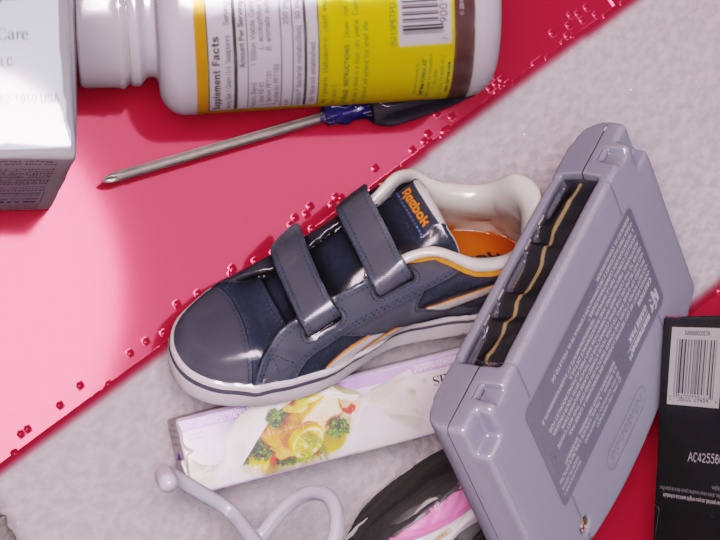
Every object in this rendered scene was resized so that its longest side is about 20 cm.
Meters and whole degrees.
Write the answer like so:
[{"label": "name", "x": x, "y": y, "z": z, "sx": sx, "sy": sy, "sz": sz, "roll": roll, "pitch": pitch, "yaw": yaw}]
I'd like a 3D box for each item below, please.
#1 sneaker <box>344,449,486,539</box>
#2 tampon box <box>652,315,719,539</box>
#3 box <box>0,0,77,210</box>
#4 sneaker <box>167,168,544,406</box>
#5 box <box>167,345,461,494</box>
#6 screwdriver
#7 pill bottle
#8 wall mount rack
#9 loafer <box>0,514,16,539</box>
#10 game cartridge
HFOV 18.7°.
[{"label": "sneaker", "x": 0.000, "y": 0.179, "z": 1.060, "sx": 0.199, "sy": 0.080, "sz": 0.087, "roll": -35, "pitch": 105, "yaw": -6}, {"label": "tampon box", "x": 0.264, "y": 0.091, "z": 1.061, "sx": 0.198, "sy": 0.150, "sz": 0.128, "roll": 5, "pitch": 87, "yaw": -24}, {"label": "box", "x": -0.221, "y": -0.086, "z": 0.965, "sx": 0.182, "sy": 0.200, "sz": 0.106, "roll": -1, "pitch": 85, "yaw": -12}, {"label": "sneaker", "x": 0.000, "y": 0.000, "z": 1.058, "sx": 0.198, "sy": 0.080, "sz": 0.079, "roll": -17, "pitch": 52, "yaw": -17}, {"label": "box", "x": 0.004, "y": 0.068, "z": 1.084, "sx": 0.198, "sy": 0.041, "sz": 0.039, "roll": -14, "pitch": 90, "yaw": -13}, {"label": "screwdriver", "x": -0.035, "y": -0.075, "z": 1.093, "sx": 0.198, "sy": 0.028, "sz": 0.029, "roll": -13, "pitch": 59, "yaw": -11}, {"label": "pill bottle", "x": -0.037, "y": -0.132, "z": 1.048, "sx": 0.198, "sy": 0.109, "sz": 0.110, "roll": -4, "pitch": 87, "yaw": -6}, {"label": "wall mount rack", "x": -0.082, "y": 0.177, "z": 0.970, "sx": 0.074, "sy": 0.174, "sz": 0.201, "roll": 34, "pitch": 93, "yaw": -28}, {"label": "loafer", "x": -0.254, "y": 0.161, "z": 1.015, "sx": 0.199, "sy": 0.070, "sz": 0.070, "roll": -26, "pitch": 87, "yaw": -20}, {"label": "game cartridge", "x": 0.101, "y": 0.045, "z": 1.047, "sx": 0.201, "sy": 0.040, "sz": 0.134, "roll": -59, "pitch": 135, "yaw": -35}]
